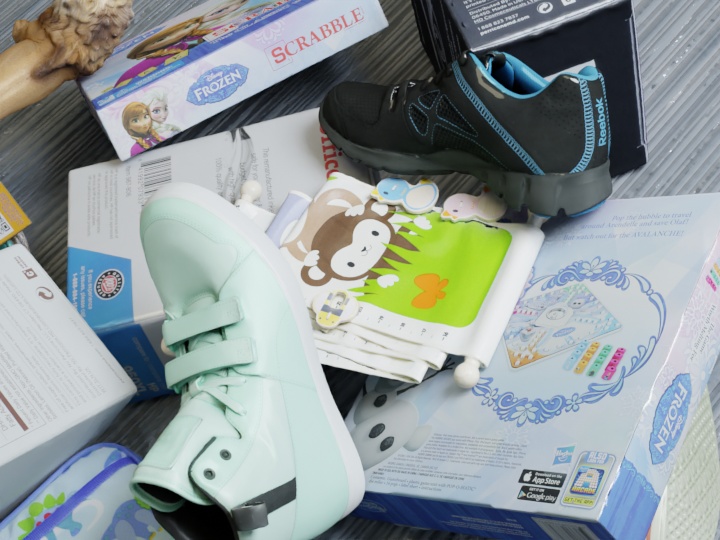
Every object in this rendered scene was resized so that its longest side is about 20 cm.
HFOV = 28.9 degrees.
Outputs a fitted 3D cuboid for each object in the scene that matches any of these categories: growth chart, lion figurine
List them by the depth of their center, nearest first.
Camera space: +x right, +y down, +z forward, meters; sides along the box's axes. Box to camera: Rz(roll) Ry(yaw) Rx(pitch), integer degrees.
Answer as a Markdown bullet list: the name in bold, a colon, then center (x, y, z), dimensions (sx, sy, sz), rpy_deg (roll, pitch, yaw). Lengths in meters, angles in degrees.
- **growth chart**: center (0.000, 0.000, 0.794), dimensions (0.199, 0.018, 0.145), rpy_deg (7, 57, 18)
- **lion figurine**: center (-0.244, -0.133, 0.969), dimensions (0.200, 0.072, 0.122), rpy_deg (-47, 22, -14)

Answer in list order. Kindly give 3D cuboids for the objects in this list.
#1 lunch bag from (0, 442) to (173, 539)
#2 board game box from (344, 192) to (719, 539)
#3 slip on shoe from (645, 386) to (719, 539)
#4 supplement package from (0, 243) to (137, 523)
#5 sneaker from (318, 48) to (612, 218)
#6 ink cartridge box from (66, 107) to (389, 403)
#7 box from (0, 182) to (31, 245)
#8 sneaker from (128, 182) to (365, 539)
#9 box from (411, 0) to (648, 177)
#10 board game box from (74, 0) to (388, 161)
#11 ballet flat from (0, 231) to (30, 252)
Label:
- **lunch bag**: center (-0.155, 0.198, 0.742), dimensions (0.200, 0.083, 0.161), rpy_deg (-41, 49, -19)
- **board game box**: center (0.094, 0.050, 0.758), dimensions (0.200, 0.043, 0.199), rpy_deg (-1, 52, 47)
- **slip on shoe**: center (0.153, 0.084, 0.758), dimensions (0.061, 0.074, 0.200), rpy_deg (-21, 44, 27)
- **supplement package**: center (-0.242, 0.088, 0.748), dimensions (0.117, 0.117, 0.200), rpy_deg (49, 39, 10)
- **sneaker**: center (0.060, -0.094, 0.810), dimensions (0.200, 0.082, 0.073), rpy_deg (17, 29, 35)
- **ink cartridge box**: center (-0.079, -0.012, 0.890), dimensions (0.199, 0.084, 0.145), rpy_deg (-13, 49, 5)
- **box**: center (-0.300, 0.018, 0.856), dimensions (0.119, 0.042, 0.200), rpy_deg (-31, 8, 27)
- **sneaker**: center (-0.078, 0.055, 0.704), dimensions (0.074, 0.201, 0.118), rpy_deg (-27, 0, 37)
- **box**: center (0.101, -0.165, 0.924), dimensions (0.104, 0.148, 0.200), rpy_deg (-19, 49, 0)
- **board game box**: center (-0.102, -0.157, 0.992), dimensions (0.200, 0.041, 0.200), rpy_deg (-28, 21, -8)
- **ballet flat**: center (-0.301, -0.042, 0.999), dimensions (0.200, 0.068, 0.067), rpy_deg (14, 29, 24)
